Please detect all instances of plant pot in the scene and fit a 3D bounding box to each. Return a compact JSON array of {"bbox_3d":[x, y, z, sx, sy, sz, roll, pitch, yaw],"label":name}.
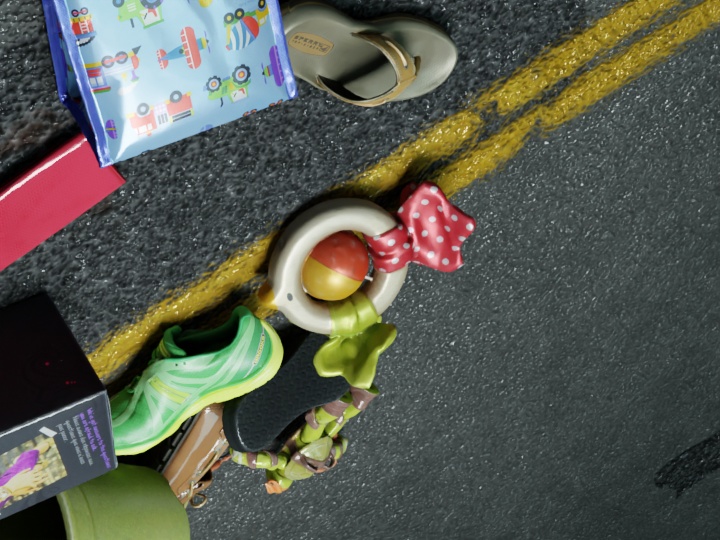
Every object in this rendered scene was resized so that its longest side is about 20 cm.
[{"bbox_3d":[-0.256,0.241,1.421,0.201,0.201,0.184,-50,150,22],"label":"plant pot"}]

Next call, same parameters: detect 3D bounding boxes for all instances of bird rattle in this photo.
[{"bbox_3d":[0.000,0.000,1.439,0.162,0.113,0.200,21,116,-35],"label":"bird rattle"}]

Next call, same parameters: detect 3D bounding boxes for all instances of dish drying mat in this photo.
[{"bbox_3d":[-0.273,-0.030,1.210,0.200,0.018,0.077,-36,149,-2],"label":"dish drying mat"}]

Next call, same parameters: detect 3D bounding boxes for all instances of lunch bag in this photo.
[{"bbox_3d":[-0.136,-0.191,1.077,0.150,0.094,0.201,-22,137,-17],"label":"lunch bag"}]

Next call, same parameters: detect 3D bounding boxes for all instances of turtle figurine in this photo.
[{"bbox_3d":[-0.059,0.173,1.633,0.199,0.065,0.162,6,129,-47],"label":"turtle figurine"}]

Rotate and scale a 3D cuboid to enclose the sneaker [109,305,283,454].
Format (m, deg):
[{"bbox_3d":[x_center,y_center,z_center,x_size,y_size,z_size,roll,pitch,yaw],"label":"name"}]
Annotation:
[{"bbox_3d":[-0.168,0.092,1.436,0.199,0.074,0.084,-30,121,-2],"label":"sneaker"}]

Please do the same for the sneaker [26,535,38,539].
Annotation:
[{"bbox_3d":[-0.374,0.321,1.529,0.106,0.075,0.201,-6,128,-33],"label":"sneaker"}]

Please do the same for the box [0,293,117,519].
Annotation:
[{"bbox_3d":[-0.308,0.123,1.272,0.199,0.122,0.106,-23,141,-22],"label":"box"}]

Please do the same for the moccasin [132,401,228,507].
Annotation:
[{"bbox_3d":[-0.167,0.186,1.538,0.077,0.074,0.202,23,110,-26],"label":"moccasin"}]

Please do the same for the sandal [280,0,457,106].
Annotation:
[{"bbox_3d":[0.003,-0.162,1.264,0.199,0.054,0.080,6,129,-47],"label":"sandal"}]

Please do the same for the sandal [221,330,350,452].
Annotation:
[{"bbox_3d":[-0.072,0.104,1.520,0.200,0.048,0.076,-30,114,-50],"label":"sandal"}]
